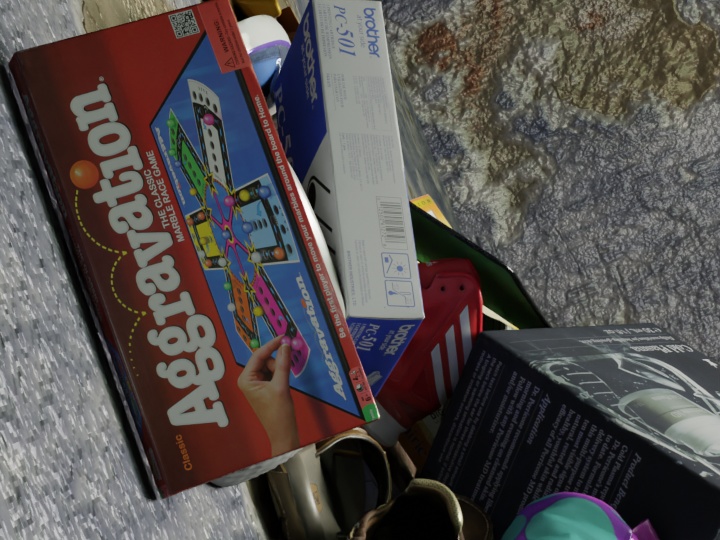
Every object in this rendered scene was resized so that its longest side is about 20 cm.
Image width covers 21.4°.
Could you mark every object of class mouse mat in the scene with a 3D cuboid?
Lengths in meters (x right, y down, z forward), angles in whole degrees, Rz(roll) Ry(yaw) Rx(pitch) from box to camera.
[{"bbox_3d":[0.056,-0.009,1.210,0.161,0.008,0.200,35,-5,26],"label":"mouse mat"}]

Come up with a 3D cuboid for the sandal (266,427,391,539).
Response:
[{"bbox_3d":[-0.012,0.116,1.077,0.200,0.054,0.082,11,59,-83],"label":"sandal"}]

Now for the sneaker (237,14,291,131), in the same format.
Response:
[{"bbox_3d":[-0.054,-0.068,1.181,0.200,0.080,0.147,48,17,-85],"label":"sneaker"}]

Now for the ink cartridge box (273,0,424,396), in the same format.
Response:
[{"bbox_3d":[-0.009,-0.041,1.043,0.094,0.044,0.201,119,-31,-57],"label":"ink cartridge box"}]

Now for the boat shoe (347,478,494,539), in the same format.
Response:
[{"bbox_3d":[0.034,0.147,1.003,0.075,0.075,0.202,32,20,12],"label":"boat shoe"}]

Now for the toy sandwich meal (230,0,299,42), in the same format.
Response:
[{"bbox_3d":[-0.054,-0.155,1.471,0.205,0.070,0.206,-21,90,-83],"label":"toy sandwich meal"}]

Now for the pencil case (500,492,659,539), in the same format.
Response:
[{"bbox_3d":[0.093,0.192,0.965,0.085,0.092,0.200,60,25,-12],"label":"pencil case"}]

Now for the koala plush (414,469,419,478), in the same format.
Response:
[{"bbox_3d":[0.102,0.161,1.428,0.201,0.183,0.178,-82,152,-51],"label":"koala plush"}]

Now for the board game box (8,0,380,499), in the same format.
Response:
[{"bbox_3d":[-0.072,-0.013,0.831,0.201,0.102,0.019,70,-21,5],"label":"board game box"}]

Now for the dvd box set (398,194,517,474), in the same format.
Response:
[{"bbox_3d":[0.050,0.049,1.344,0.146,0.029,0.200,-22,73,-46],"label":"dvd box set"}]

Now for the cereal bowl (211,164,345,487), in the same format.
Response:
[{"bbox_3d":[-0.063,-0.002,0.932,0.200,0.083,0.201,-22,90,-82],"label":"cereal bowl"}]

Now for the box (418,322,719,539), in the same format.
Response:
[{"bbox_3d":[0.177,0.130,1.158,0.196,0.125,0.199,35,22,34],"label":"box"}]

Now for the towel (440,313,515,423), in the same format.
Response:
[{"bbox_3d":[0.116,0.143,1.290,0.192,0.034,0.201,27,60,-34],"label":"towel"}]

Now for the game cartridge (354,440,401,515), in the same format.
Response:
[{"bbox_3d":[0.030,0.205,1.233,0.200,0.038,0.130,60,16,-50],"label":"game cartridge"}]

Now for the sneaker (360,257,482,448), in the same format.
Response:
[{"bbox_3d":[0.000,0.000,1.144,0.200,0.115,0.078,52,6,-22],"label":"sneaker"}]
